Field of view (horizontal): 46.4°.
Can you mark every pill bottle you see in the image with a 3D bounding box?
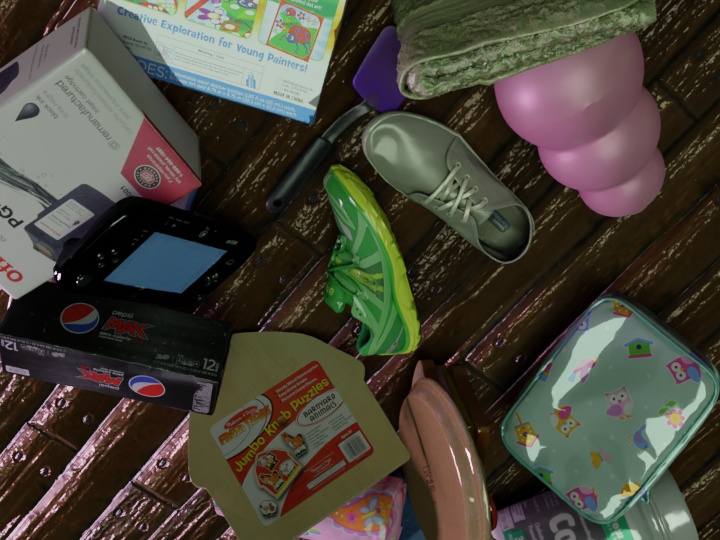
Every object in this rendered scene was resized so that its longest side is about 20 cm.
[{"bbox_3d":[0.248,0.282,0.904,0.198,0.113,0.114,-24,113,6],"label":"pill bottle"}]

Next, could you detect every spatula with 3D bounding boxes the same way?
[{"bbox_3d":[-0.020,-0.126,0.756,0.056,0.021,0.200,32,111,-33],"label":"spatula"}]

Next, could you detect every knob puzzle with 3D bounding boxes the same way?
[{"bbox_3d":[-0.078,0.148,0.817,0.216,0.223,0.031,-5,158,-2],"label":"knob puzzle"}]

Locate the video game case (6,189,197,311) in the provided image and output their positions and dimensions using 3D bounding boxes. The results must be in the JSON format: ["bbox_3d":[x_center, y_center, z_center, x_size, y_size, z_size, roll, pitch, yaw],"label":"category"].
[{"bbox_3d":[-0.243,-0.023,0.790,0.141,0.018,0.202,17,111,-10],"label":"video game case"}]

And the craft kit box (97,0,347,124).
[{"bbox_3d":[-0.106,-0.245,0.689,0.197,0.049,0.200,15,114,-10],"label":"craft kit box"}]

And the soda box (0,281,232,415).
[{"bbox_3d":[-0.222,0.070,0.772,0.197,0.071,0.064,14,138,-6],"label":"soda box"}]

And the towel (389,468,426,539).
[{"bbox_3d":[0.031,0.294,0.930,0.111,0.049,0.201,-31,112,9],"label":"towel"}]

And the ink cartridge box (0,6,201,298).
[{"bbox_3d":[-0.252,-0.089,0.684,0.198,0.085,0.145,-30,129,10],"label":"ink cartridge box"}]

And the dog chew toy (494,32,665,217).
[{"bbox_3d":[0.199,-0.128,0.722,0.124,0.125,0.201,-33,120,11],"label":"dog chew toy"}]

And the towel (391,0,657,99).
[{"bbox_3d":[0.119,-0.209,0.658,0.197,0.150,0.037,-15,135,14],"label":"towel"}]

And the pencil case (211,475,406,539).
[{"bbox_3d":[-0.054,0.227,0.845,0.197,0.088,0.089,11,114,13],"label":"pencil case"}]

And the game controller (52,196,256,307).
[{"bbox_3d":[-0.168,-0.011,0.720,0.104,0.200,0.043,-31,73,16],"label":"game controller"}]

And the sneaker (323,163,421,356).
[{"bbox_3d":[0.000,0.000,0.785,0.082,0.074,0.202,-19,114,0],"label":"sneaker"}]

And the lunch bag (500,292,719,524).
[{"bbox_3d":[0.245,0.138,0.828,0.160,0.077,0.201,38,107,13],"label":"lunch bag"}]

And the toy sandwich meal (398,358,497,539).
[{"bbox_3d":[0.095,0.188,0.810,0.069,0.205,0.208,-10,115,-17],"label":"toy sandwich meal"}]

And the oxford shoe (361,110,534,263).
[{"bbox_3d":[0.087,-0.074,0.764,0.199,0.058,0.075,36,110,-19],"label":"oxford shoe"}]
